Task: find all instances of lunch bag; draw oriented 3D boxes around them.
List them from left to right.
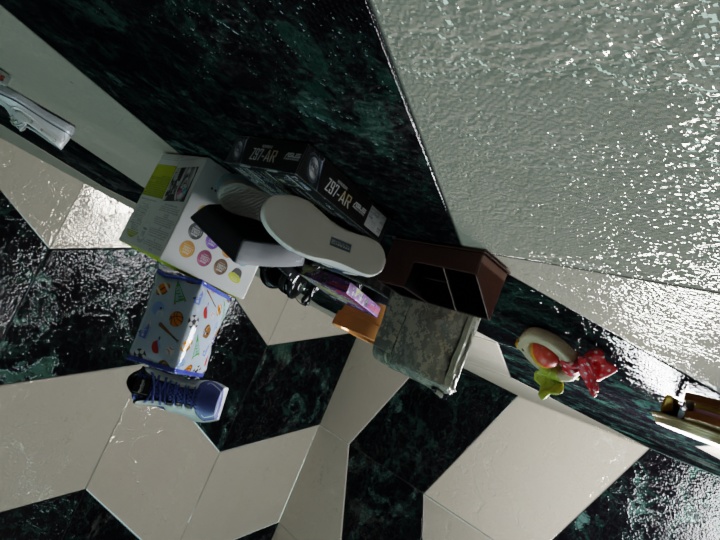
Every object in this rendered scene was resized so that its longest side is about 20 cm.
[{"bbox_3d":[-0.327,0.107,1.035,0.121,0.174,0.200,15,170,13],"label":"lunch bag"},{"bbox_3d":[0.134,0.113,1.002,0.138,0.204,0.166,29,171,-32],"label":"lunch bag"}]

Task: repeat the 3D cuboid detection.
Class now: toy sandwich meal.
[{"bbox_3d":[0.641,0.278,1.014,0.201,0.072,0.205,21,174,2],"label":"toy sandwich meal"}]

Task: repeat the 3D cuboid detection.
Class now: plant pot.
[{"bbox_3d":[0.035,0.124,1.523,0.196,0.143,0.200,23,171,4],"label":"plant pot"}]

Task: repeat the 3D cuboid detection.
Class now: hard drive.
[{"bbox_3d":[-0.182,-0.060,0.947,0.134,0.043,0.199,41,-163,21],"label":"hard drive"}]

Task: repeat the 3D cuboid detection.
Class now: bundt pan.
[{"bbox_3d":[0.000,0.000,1.118,0.198,0.077,0.202,25,171,4],"label":"bundt pan"}]

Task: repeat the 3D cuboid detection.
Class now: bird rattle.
[{"bbox_3d":[0.378,0.178,1.059,0.162,0.113,0.200,41,169,5],"label":"bird rattle"}]

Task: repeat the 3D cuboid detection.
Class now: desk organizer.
[{"bbox_3d":[0.120,0.009,0.839,0.071,0.078,0.198,31,169,-37],"label":"desk organizer"}]

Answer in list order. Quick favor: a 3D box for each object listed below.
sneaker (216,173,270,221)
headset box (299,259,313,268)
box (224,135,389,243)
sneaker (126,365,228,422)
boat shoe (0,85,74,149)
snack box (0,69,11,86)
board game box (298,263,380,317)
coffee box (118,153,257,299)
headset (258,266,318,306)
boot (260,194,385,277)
[{"bbox_3d":[-0.157,-0.120,0.955,0.197,0.074,0.082,25,-158,-33],"label":"sneaker"},{"bbox_3d":[-0.163,-0.061,1.218,0.197,0.079,0.149,23,170,19],"label":"headset box"},{"bbox_3d":[-0.072,-0.113,0.781,0.158,0.044,0.199,17,168,41],"label":"box"},{"bbox_3d":[-0.354,0.228,1.008,0.195,0.083,0.115,10,170,19],"label":"sneaker"},{"bbox_3d":[-0.752,-0.346,1.229,0.197,0.068,0.073,29,170,-19],"label":"boat shoe"},{"bbox_3d":[-0.738,-0.406,0.986,0.071,0.025,0.200,23,171,20],"label":"snack box"},{"bbox_3d":[-0.039,0.045,1.156,0.118,0.033,0.200,16,168,25],"label":"board game box"},{"bbox_3d":[-0.312,-0.087,1.076,0.198,0.201,0.199,15,167,44],"label":"coffee box"},{"bbox_3d":[-0.154,0.005,1.177,0.122,0.095,0.201,21,155,40],"label":"headset"},{"bbox_3d":[-0.065,-0.040,0.787,0.197,0.074,0.090,28,164,-25],"label":"boot"}]
